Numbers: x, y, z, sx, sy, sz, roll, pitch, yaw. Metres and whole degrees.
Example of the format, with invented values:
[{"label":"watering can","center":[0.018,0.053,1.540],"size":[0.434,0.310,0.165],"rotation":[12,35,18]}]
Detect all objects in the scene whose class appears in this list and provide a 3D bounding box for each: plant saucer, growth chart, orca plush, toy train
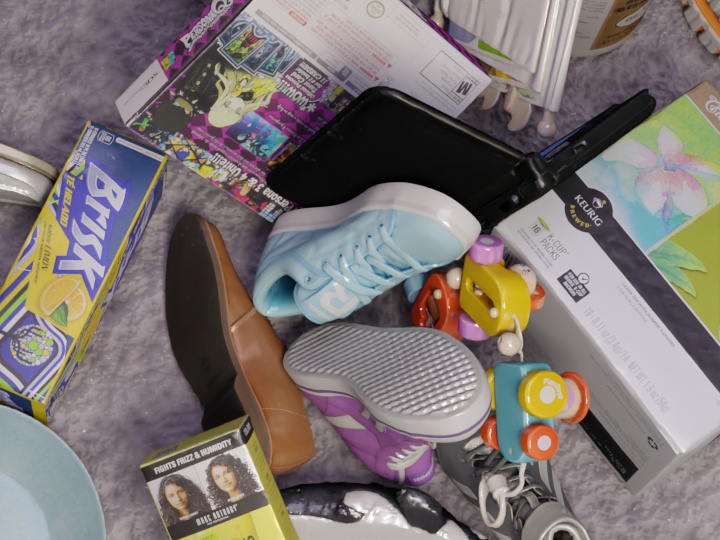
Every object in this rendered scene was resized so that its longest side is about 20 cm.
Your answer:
[{"label":"plant saucer","center":[-0.269,0.187,1.155],"size":[0.201,0.039,0.201],"rotation":[2,72,-5]},{"label":"growth chart","center":[0.102,-0.190,1.247],"size":[0.018,0.145,0.200],"rotation":[0,29,-28]},{"label":"orca plush","center":[0.000,0.178,1.188],"size":[0.200,0.071,0.105],"rotation":[0,116,5]},{"label":"toy train","center":[0.092,0.062,1.151],"size":[0.056,0.150,0.200],"rotation":[-4,53,-22]}]

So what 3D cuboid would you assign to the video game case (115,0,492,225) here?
[{"label":"video game case","center":[-0.035,-0.122,1.177],"size":[0.181,0.200,0.036],"rotation":[-44,44,14]}]

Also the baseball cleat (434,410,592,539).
[{"label":"baseball cleat","center":[0.113,0.152,1.170],"size":[0.070,0.106,0.200],"rotation":[-32,75,-10]}]

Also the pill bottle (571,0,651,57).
[{"label":"pill bottle","center":[0.176,-0.247,1.264],"size":[0.114,0.200,0.115],"rotation":[2,71,-5]}]

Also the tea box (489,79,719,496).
[{"label":"tea box","center":[0.217,0.014,1.214],"size":[0.197,0.134,0.200],"rotation":[-35,77,-17]}]

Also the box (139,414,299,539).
[{"label":"box","center":[-0.070,0.200,1.122],"size":[0.075,0.050,0.200],"rotation":[-20,96,6]}]

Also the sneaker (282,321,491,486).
[{"label":"sneaker","center":[0.039,0.097,1.139],"size":[0.073,0.200,0.114],"rotation":[-41,115,-18]}]

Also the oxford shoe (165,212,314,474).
[{"label":"oxford shoe","center":[-0.085,0.052,1.217],"size":[0.071,0.071,0.200],"rotation":[-4,67,-38]}]

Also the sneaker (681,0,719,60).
[{"label":"sneaker","center":[0.325,-0.160,1.318],"size":[0.077,0.078,0.200],"rotation":[-22,75,-22]}]

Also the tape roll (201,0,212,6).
[{"label":"tape roll","center":[-0.041,-0.259,1.247],"size":[0.203,0.203,0.139],"rotation":[37,71,7]}]

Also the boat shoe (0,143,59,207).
[{"label":"boat shoe","center":[-0.314,-0.065,1.225],"size":[0.200,0.075,0.069],"rotation":[11,76,6]}]

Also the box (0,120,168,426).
[{"label":"box","center":[-0.203,0.001,1.209],"size":[0.064,0.070,0.200],"rotation":[23,71,0]}]

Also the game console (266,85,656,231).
[{"label":"game console","center":[0.064,-0.084,1.146],"size":[0.176,0.200,0.116],"rotation":[-36,92,-28]}]

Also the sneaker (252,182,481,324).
[{"label":"sneaker","center":[0.000,0.000,1.142],"size":[0.074,0.200,0.082],"rotation":[34,64,-26]}]
